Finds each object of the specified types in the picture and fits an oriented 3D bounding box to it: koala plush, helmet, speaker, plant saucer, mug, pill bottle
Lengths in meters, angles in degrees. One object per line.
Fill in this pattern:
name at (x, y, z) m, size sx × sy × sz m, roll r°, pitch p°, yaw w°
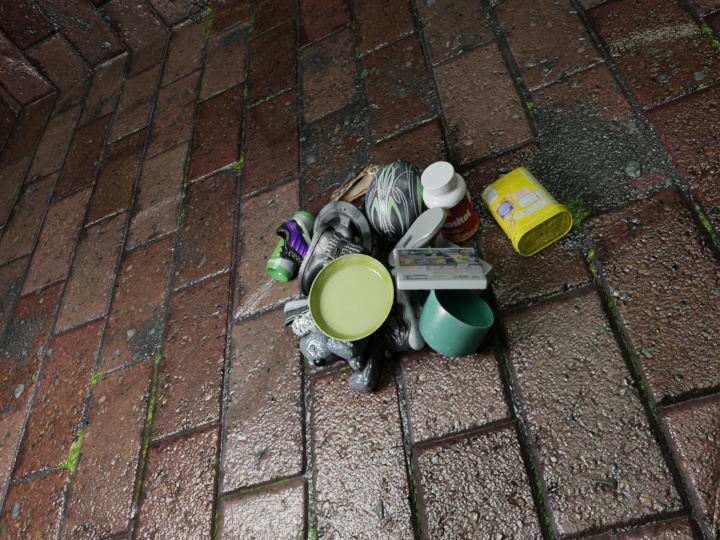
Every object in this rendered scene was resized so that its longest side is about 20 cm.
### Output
koala plush at (-0.058, 0.175, 1.491) m, size 0.196 × 0.179 × 0.186 m, roll -6°, pitch 41°, yaw 26°
helmet at (0.103, -0.181, 1.640) m, size 0.196 × 0.191 × 0.203 m, roll -15°, pitch 50°, yaw 19°
speaker at (-0.197, -0.071, 1.803) m, size 0.087 × 0.089 × 0.202 m, roll 9°, pitch 61°, yaw 34°
plant saucer at (-0.018, 0.062, 1.386) m, size 0.196 × 0.031 × 0.204 m, roll -6°, pitch 67°, yaw 14°
mug at (0.202, 0.109, 1.396) m, size 0.186 × 0.149 × 0.116 m, roll -106°, pitch 36°, yaw -53°
pill bottle at (0.222, -0.172, 1.561) m, size 0.111 × 0.201 × 0.115 m, roll -15°, pitch 49°, yaw 18°

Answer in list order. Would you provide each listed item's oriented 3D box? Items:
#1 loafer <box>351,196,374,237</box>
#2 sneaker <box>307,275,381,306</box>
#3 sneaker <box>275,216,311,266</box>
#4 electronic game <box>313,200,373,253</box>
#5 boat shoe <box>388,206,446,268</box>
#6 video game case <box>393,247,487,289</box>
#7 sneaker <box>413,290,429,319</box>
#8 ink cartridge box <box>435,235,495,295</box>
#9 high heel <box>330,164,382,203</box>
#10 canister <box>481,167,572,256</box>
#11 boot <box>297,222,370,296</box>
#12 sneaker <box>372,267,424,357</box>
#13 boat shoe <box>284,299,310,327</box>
loafer at (0.035, -0.172, 1.764) m, size 0.071 × 0.074 × 0.200 m, roll 24°, pitch 60°, yaw 43°
sneaker at (-0.032, 0.058, 1.454) m, size 0.197 × 0.078 × 0.081 m, roll -12°, pitch 18°, yaw 30°
sneaker at (-0.174, -0.044, 1.719) m, size 0.098 × 0.070 × 0.203 m, roll -22°, pitch 77°, yaw -26°
electronic game at (-0.049, -0.087, 1.686) m, size 0.197 × 0.205 × 0.041 m, roll 9°, pitch 16°, yaw 34°
boat shoe at (0.152, -0.076, 1.539) m, size 0.200 × 0.063 × 0.072 m, roll -46°, pitch 39°, yaw 31°
video game case at (0.178, -0.006, 1.427) m, size 0.195 × 0.023 × 0.183 m, roll -1°, pitch 26°, yaw 0°
sneaker at (0.150, 0.081, 1.494) m, size 0.098 × 0.075 × 0.203 m, roll 21°, pitch 87°, yaw 32°
ink cartridge box at (0.205, 0.020, 1.534) m, size 0.174 × 0.044 × 0.199 m, roll -46°, pitch 47°, yaw -10°
high heel at (0.001, -0.235, 1.817) m, size 0.198 × 0.072 × 0.144 m, roll -2°, pitch 47°, yaw 49°
canister at (0.402, -0.150, 1.522) m, size 0.147 × 0.087 × 0.202 m, roll -31°, pitch 45°, yaw 5°
boot at (-0.070, 0.004, 1.560) m, size 0.157 × 0.079 × 0.214 m, roll 36°, pitch 120°, yaw 29°
sneaker at (0.074, 0.099, 1.442) m, size 0.112 × 0.075 × 0.204 m, roll -23°, pitch 65°, yaw 23°
boat shoe at (-0.119, 0.113, 1.639) m, size 0.197 × 0.072 × 0.072 m, roll -15°, pitch 58°, yaw 32°
